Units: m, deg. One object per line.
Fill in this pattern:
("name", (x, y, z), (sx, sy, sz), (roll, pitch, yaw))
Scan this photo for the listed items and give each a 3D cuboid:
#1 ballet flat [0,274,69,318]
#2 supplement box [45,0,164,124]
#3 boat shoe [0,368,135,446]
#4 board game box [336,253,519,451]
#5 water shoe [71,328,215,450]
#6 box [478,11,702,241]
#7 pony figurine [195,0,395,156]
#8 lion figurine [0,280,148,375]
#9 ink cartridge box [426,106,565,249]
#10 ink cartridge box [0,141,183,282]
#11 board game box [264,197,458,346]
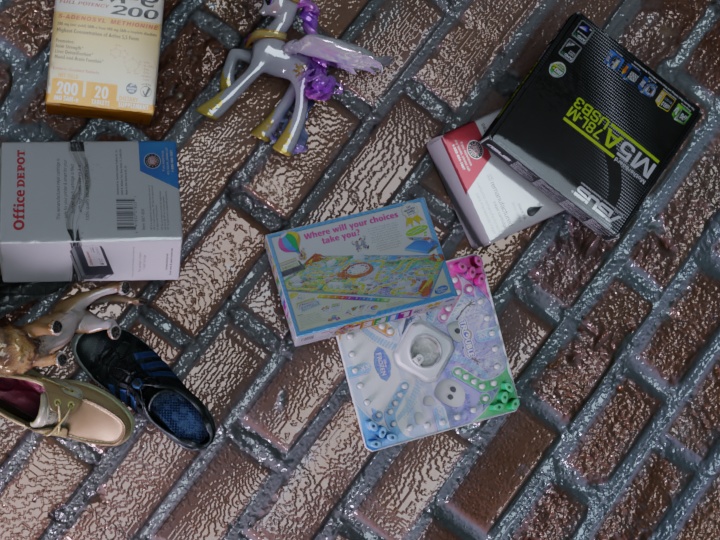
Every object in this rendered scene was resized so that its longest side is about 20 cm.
("ballet flat", (-0.402, 0.037, 1.671), (0.200, 0.066, 0.057), (-29, 113, -7))
("supplement box", (-0.294, -0.278, 1.698), (0.126, 0.074, 0.200), (5, 85, -11))
("boat shoe", (-0.355, 0.156, 1.654), (0.200, 0.066, 0.074), (20, 106, -5))
("board game box", (0.079, 0.098, 1.771), (0.200, 0.026, 0.200), (-14, 89, -11))
("water shoe", (-0.243, 0.129, 1.680), (0.200, 0.079, 0.072), (38, 80, -6))
("box", (0.274, -0.169, 1.730), (0.200, 0.048, 0.193), (38, 77, -7))
("pony figurine", (-0.072, -0.241, 1.714), (0.193, 0.167, 0.200), (26, 97, -1))
("lion figurine", (-0.344, 0.065, 1.640), (0.200, 0.122, 0.073), (-22, 103, -50))
("ink cartridge box", (0.204, -0.133, 1.780), (0.200, 0.083, 0.147), (-25, 91, -11))
("ink cartridge box", (-0.305, -0.067, 1.649), (0.200, 0.084, 0.145), (-1, 55, -11))
("board game box", (0.000, 0.000, 1.737), (0.200, 0.034, 0.135), (-14, 71, -11))
